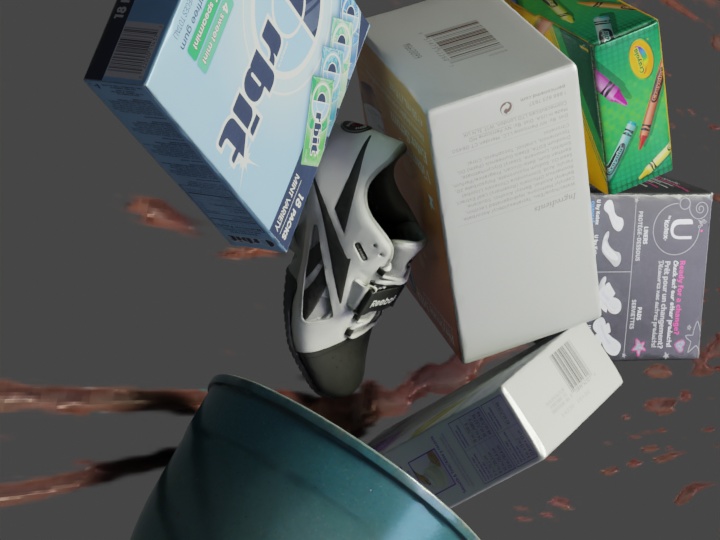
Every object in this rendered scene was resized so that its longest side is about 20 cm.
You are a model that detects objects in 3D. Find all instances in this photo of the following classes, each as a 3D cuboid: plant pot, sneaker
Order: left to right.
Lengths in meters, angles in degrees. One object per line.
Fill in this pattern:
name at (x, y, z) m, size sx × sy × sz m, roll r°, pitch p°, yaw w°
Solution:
plant pot at (-0.057, 0.194, 1.078) m, size 0.188 × 0.200 × 0.200 m, roll -55°, pitch 146°, yaw -15°
sneaker at (0.000, 0.000, 1.228) m, size 0.074 × 0.088 × 0.200 m, roll -42°, pitch 135°, yaw -54°

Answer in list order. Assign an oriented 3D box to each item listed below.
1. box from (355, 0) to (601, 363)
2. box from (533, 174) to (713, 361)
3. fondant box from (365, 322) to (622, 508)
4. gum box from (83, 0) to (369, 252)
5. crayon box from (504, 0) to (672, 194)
box at (0.078, -0.067, 1.259) m, size 0.106 × 0.152 × 0.200 m, roll -18°, pitch 123°, yaw -12°
box at (0.172, -0.014, 1.415) m, size 0.200 × 0.115 × 0.132 m, roll -146°, pitch -124°, yaw -69°
fondant box at (0.067, 0.120, 1.279) m, size 0.058 × 0.200 × 0.144 m, roll 57°, pitch 33°, yaw 1°
gum box at (-0.071, -0.131, 1.092) m, size 0.200 × 0.044 × 0.170 m, roll 53°, pitch 51°, yaw -56°
crayon box at (0.146, -0.150, 1.349) m, size 0.058 × 0.200 × 0.119 m, roll -22°, pitch 122°, yaw -17°
